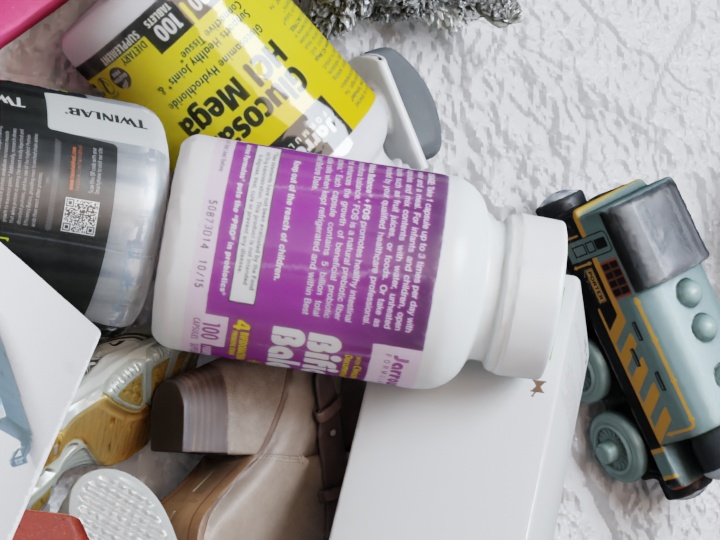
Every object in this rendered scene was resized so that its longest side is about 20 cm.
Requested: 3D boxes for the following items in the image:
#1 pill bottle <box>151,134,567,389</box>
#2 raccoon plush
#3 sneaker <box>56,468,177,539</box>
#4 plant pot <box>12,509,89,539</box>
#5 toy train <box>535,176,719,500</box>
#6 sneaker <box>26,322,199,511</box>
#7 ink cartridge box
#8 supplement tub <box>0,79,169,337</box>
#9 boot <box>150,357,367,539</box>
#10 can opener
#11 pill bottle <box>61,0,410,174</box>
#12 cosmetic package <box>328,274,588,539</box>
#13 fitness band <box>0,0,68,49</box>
[{"bbox_3d":[0.000,0.000,1.174,0.200,0.112,0.113,9,71,-1],"label":"pill bottle"},{"bbox_3d":[0.038,-0.176,1.301,0.134,0.200,0.097,1,94,-9],"label":"raccoon plush"},{"bbox_3d":[-0.112,0.202,1.144,0.074,0.082,0.200,2,56,-26],"label":"sneaker"},{"bbox_3d":[-0.211,0.208,1.063,0.199,0.200,0.177,10,62,-28],"label":"plant pot"},{"bbox_3d":[0.169,0.039,1.360,0.085,0.114,0.200,-24,89,-32],"label":"toy train"},{"bbox_3d":[-0.164,0.063,1.187,0.088,0.076,0.200,32,35,22],"label":"sneaker"},{"bbox_3d":[-0.216,0.046,1.009,0.176,0.045,0.200,42,38,-21],"label":"ink cartridge box"},{"bbox_3d":[-0.205,-0.038,1.153,0.200,0.122,0.123,10,73,-19],"label":"supplement tub"},{"bbox_3d":[-0.054,0.135,1.238,0.146,0.070,0.200,5,96,-45],"label":"boot"},{"bbox_3d":[0.040,-0.037,1.341,0.066,0.053,0.200,-18,87,-33],"label":"can opener"},{"bbox_3d":[-0.058,-0.088,1.263,0.200,0.112,0.112,47,60,-11],"label":"pill bottle"},{"bbox_3d":[0.053,0.102,1.226,0.107,0.085,0.200,5,57,13],"label":"cosmetic package"},{"bbox_3d":[-0.155,-0.169,1.211,0.200,0.144,0.037,-40,95,-32],"label":"fitness band"}]
